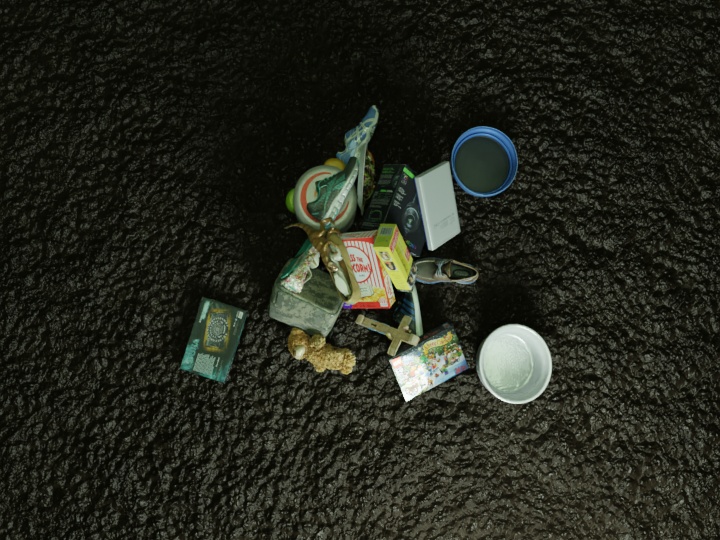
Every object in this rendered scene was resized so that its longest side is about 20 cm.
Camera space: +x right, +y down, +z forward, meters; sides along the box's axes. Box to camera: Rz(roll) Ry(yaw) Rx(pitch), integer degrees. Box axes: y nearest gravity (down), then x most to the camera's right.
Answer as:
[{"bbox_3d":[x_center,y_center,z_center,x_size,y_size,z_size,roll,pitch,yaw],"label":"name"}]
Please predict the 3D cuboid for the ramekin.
[{"bbox_3d":[0.406,0.251,1.492,0.193,0.098,0.208,0,82,-2],"label":"ramekin"}]

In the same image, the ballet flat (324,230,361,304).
[{"bbox_3d":[-0.055,-0.010,1.396,0.068,0.063,0.204,-29,83,23],"label":"ballet flat"}]

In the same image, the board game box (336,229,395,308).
[{"bbox_3d":[0.000,0.000,1.463,0.147,0.046,0.206,-3,114,30],"label":"board game box"}]

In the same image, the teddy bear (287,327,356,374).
[{"bbox_3d":[-0.106,0.225,1.464,0.196,0.145,0.068,30,59,-14],"label":"teddy bear"}]

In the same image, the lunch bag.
[{"bbox_3d":[-0.148,0.090,1.470,0.195,0.170,0.141,24,42,0],"label":"lunch bag"}]

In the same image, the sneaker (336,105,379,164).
[{"bbox_3d":[-0.003,-0.388,1.581,0.075,0.076,0.205,24,81,-2],"label":"sneaker"}]

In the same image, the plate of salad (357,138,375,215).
[{"bbox_3d":[0.019,-0.252,1.500,0.046,0.200,0.207,5,82,1],"label":"plate of salad"}]

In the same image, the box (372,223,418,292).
[{"bbox_3d":[0.094,-0.030,1.428,0.049,0.201,0.077,3,56,29],"label":"box"}]

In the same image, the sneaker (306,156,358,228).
[{"bbox_3d":[-0.072,-0.216,1.419,0.090,0.078,0.204,29,78,-4],"label":"sneaker"}]

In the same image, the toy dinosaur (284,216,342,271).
[{"bbox_3d":[-0.108,-0.087,1.373,0.105,0.061,0.201,-37,62,-7],"label":"toy dinosaur"}]

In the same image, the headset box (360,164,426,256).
[{"bbox_3d":[0.116,-0.170,1.503,0.172,0.091,0.205,30,78,-40],"label":"headset box"}]

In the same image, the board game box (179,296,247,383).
[{"bbox_3d":[-0.402,0.189,1.513,0.131,0.028,0.206,17,82,1],"label":"board game box"}]

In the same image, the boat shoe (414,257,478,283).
[{"bbox_3d":[0.234,-0.004,1.535,0.193,0.072,0.075,1,81,-1],"label":"boat shoe"}]

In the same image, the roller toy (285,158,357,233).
[{"bbox_3d":[-0.094,-0.188,1.519,0.197,0.140,0.185,-34,84,-6],"label":"roller toy"}]

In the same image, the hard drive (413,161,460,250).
[{"bbox_3d":[0.213,-0.178,1.509,0.130,0.025,0.206,-30,117,-35],"label":"hard drive"}]

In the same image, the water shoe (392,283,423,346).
[{"bbox_3d":[0.124,0.112,1.517,0.076,0.072,0.207,-9,82,-1],"label":"water shoe"}]

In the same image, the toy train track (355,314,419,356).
[{"bbox_3d":[0.066,0.155,1.478,0.196,0.033,0.117,16,69,33],"label":"toy train track"}]

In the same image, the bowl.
[{"bbox_3d":[0.356,-0.313,1.600,0.193,0.039,0.208,0,82,-2],"label":"bowl"}]

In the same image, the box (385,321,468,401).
[{"bbox_3d":[0.181,0.246,1.489,0.196,0.038,0.140,-26,110,-5],"label":"box"}]

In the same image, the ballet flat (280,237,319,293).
[{"bbox_3d":[-0.143,-0.017,1.414,0.064,0.075,0.202,48,45,-19],"label":"ballet flat"}]
